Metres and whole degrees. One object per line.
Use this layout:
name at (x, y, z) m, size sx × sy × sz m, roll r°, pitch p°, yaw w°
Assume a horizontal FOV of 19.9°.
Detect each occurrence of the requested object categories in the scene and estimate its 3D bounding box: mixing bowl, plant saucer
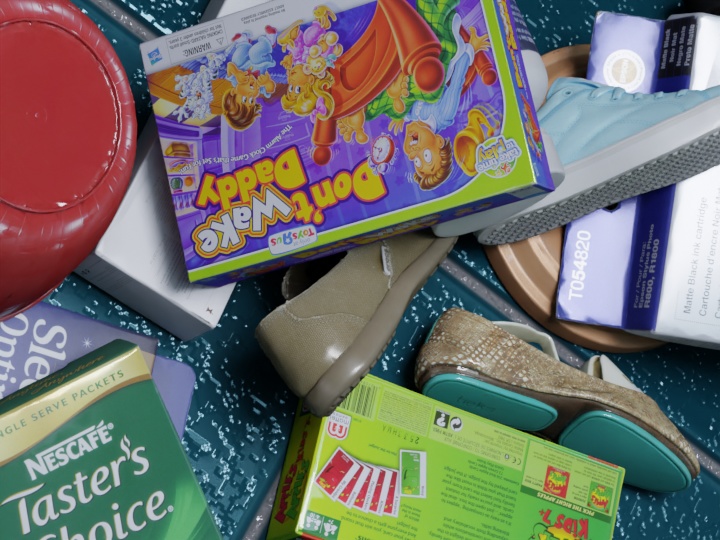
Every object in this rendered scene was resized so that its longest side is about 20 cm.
mixing bowl at (-0.189, -0.073, 1.041) m, size 0.199 × 0.108 × 0.203 m, roll 5°, pitch 82°, yaw -37°
plant saucer at (0.163, -0.049, 1.309) m, size 0.198 × 0.032 × 0.203 m, roll 7°, pitch 73°, yaw -25°

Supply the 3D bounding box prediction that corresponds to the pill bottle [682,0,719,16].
pill bottle at (0.291, -0.110, 1.341) m, size 0.111 × 0.112 × 0.201 m, roll -26°, pitch 89°, yaw -29°

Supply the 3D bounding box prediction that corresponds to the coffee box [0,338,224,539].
coffee box at (-0.134, 0.151, 1.072) m, size 0.122 × 0.044 × 0.202 m, roll -25°, pitch 101°, yaw -19°

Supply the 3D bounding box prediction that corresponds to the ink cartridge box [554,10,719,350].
ink cartridge box at (0.230, -0.052, 1.255) m, size 0.198 × 0.041 × 0.202 m, roll 8°, pitch 86°, yaw -5°

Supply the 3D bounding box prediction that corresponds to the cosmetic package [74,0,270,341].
cosmetic package at (-0.084, -0.067, 1.180) m, size 0.082 × 0.051 × 0.201 m, roll 32°, pitch 65°, yaw -15°

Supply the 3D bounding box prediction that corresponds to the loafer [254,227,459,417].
loafer at (0.000, 0.000, 1.164) m, size 0.067 × 0.076 × 0.200 m, roll 40°, pitch 35°, yaw -7°

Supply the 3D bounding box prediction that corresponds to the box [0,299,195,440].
box at (-0.185, 0.076, 1.106) m, size 0.198 × 0.032 × 0.122 m, roll 19°, pitch 69°, yaw -22°

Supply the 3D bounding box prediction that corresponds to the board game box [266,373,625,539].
board game box at (0.052, 0.137, 1.198) m, size 0.198 × 0.048 × 0.103 m, roll 21°, pitch 69°, yaw -20°

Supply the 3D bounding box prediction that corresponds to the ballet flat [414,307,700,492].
ballet flat at (0.125, 0.073, 1.242) m, size 0.199 × 0.070 × 0.066 m, roll 25°, pitch 53°, yaw -23°

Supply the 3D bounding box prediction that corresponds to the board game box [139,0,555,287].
board game box at (-0.009, -0.082, 1.095) m, size 0.045 × 0.198 × 0.136 m, roll 10°, pitch 65°, yaw -71°

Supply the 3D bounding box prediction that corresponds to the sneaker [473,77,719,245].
sneaker at (0.148, -0.087, 1.214) m, size 0.198 × 0.074 × 0.083 m, roll -20°, pitch 75°, yaw 13°

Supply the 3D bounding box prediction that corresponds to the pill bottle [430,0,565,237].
pill bottle at (0.039, -0.126, 1.165) m, size 0.110 × 0.111 × 0.202 m, roll -17°, pitch 76°, yaw -28°
